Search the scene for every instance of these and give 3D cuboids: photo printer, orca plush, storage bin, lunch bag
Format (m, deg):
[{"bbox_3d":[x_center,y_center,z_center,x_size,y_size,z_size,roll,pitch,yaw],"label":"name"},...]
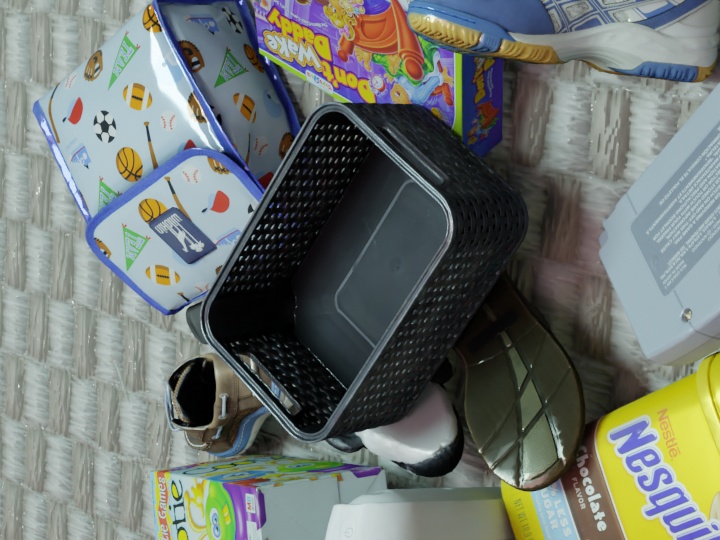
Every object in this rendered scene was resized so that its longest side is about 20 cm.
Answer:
[{"bbox_3d":[0.046,0.225,1.034,0.069,0.200,0.167,-7,81,35],"label":"photo printer"},{"bbox_3d":[0.009,0.105,1.172,0.200,0.105,0.071,18,144,38],"label":"orca plush"},{"bbox_3d":[0.000,0.000,1.059,0.135,0.094,0.200,45,119,25],"label":"storage bin"},{"bbox_3d":[-0.136,-0.085,1.216,0.170,0.124,0.201,-31,81,37],"label":"lunch bag"}]

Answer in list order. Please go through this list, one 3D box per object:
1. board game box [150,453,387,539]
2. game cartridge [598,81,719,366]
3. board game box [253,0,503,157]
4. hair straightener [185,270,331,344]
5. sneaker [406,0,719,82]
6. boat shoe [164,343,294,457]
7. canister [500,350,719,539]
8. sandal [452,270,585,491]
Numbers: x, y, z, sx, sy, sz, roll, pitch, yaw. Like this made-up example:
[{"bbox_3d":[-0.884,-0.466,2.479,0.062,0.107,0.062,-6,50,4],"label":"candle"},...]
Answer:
[{"bbox_3d":[-0.069,0.197,1.178,0.200,0.103,0.105,-7,89,61],"label":"board game box"},{"bbox_3d":[0.226,-0.041,0.957,0.200,0.040,0.134,-53,32,32],"label":"game cartridge"},{"bbox_3d":[0.009,-0.171,1.098,0.200,0.045,0.135,33,147,30],"label":"board game box"},{"bbox_3d":[-0.058,0.023,1.205,0.200,0.077,0.041,-14,105,36],"label":"hair straightener"},{"bbox_3d":[0.125,-0.167,0.974,0.075,0.199,0.088,-150,65,-71],"label":"sneaker"},{"bbox_3d":[-0.112,0.094,1.225,0.200,0.072,0.072,133,132,-58],"label":"boat shoe"},{"bbox_3d":[0.197,0.151,1.015,0.200,0.086,0.149,-32,70,39],"label":"canister"},{"bbox_3d":[0.101,0.067,1.075,0.082,0.055,0.200,-38,43,9],"label":"sandal"}]
